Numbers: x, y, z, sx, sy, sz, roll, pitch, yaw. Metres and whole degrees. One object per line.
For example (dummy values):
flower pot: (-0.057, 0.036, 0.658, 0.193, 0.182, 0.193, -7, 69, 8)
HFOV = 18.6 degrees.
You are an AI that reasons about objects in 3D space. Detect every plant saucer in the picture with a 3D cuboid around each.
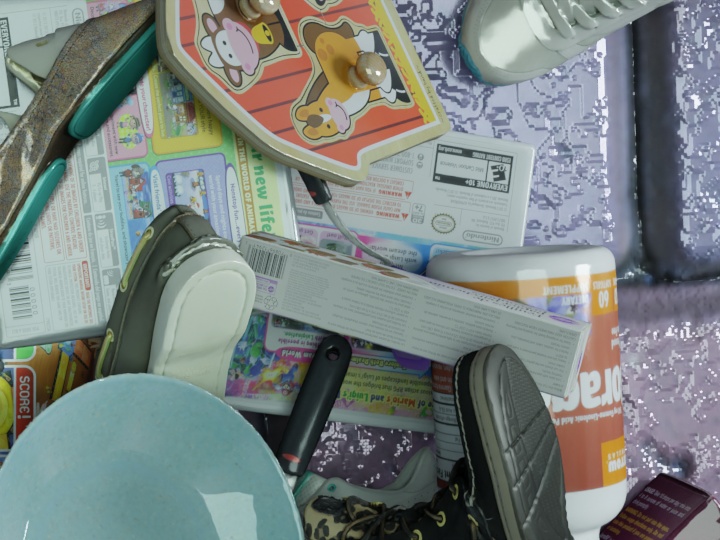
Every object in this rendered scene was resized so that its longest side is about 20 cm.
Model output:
plant saucer: (-0.120, 0.157, 1.175, 0.200, 0.039, 0.202, 8, 76, -35)

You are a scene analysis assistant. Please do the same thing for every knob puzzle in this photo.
knob puzzle: (-0.038, -0.142, 1.237, 0.219, 0.030, 0.221, 25, 53, -37)

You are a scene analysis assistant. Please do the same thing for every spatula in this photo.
spatula: (-0.047, 0.131, 1.269, 0.056, 0.021, 0.201, 20, 82, 9)
spatula: (-0.009, -0.030, 1.263, 0.021, 0.056, 0.201, -36, 107, -18)

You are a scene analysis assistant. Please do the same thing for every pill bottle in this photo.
pill bottle: (0.098, 0.088, 1.282, 0.112, 0.112, 0.201, -4, 94, -10)

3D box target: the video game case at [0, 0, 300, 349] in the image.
video game case: (-0.132, -0.066, 1.262, 0.181, 0.022, 0.201, -8, 90, -4)

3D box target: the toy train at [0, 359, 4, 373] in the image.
toy train: (-0.285, 0.019, 1.251, 0.200, 0.042, 0.057, 37, 98, 3)

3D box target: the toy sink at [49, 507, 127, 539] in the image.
toy sink: (-0.198, 0.220, 1.253, 0.112, 0.200, 0.131, -30, 98, -37)

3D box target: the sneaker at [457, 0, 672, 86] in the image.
sneaker: (0.147, -0.179, 1.320, 0.200, 0.081, 0.077, -34, 100, -6)

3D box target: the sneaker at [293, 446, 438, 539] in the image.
sneaker: (-0.032, 0.167, 1.318, 0.199, 0.075, 0.089, -20, 91, -18)

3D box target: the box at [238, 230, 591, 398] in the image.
box: (0.026, 0.023, 1.216, 0.199, 0.039, 0.042, 15, 99, 11)

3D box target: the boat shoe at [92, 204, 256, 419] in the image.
boat shoe: (-0.114, 0.054, 1.232, 0.072, 0.060, 0.202, -7, 135, -36)

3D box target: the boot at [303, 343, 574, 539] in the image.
boot: (0.038, 0.136, 1.210, 0.150, 0.073, 0.201, -3, 118, 27)

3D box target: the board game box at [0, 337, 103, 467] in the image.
board game box: (-0.167, 0.044, 1.298, 0.135, 0.034, 0.201, 1, 93, -11)

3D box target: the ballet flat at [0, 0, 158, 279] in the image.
ballet flat: (-0.180, -0.084, 1.216, 0.067, 0.068, 0.200, 35, 85, 4)

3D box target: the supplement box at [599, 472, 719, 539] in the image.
supplement box: (0.169, 0.242, 1.337, 0.200, 0.103, 0.131, -45, 99, -6)

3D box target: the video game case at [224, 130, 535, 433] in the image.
video game case: (0.000, 0.000, 1.316, 0.199, 0.024, 0.183, 8, 89, -19)
